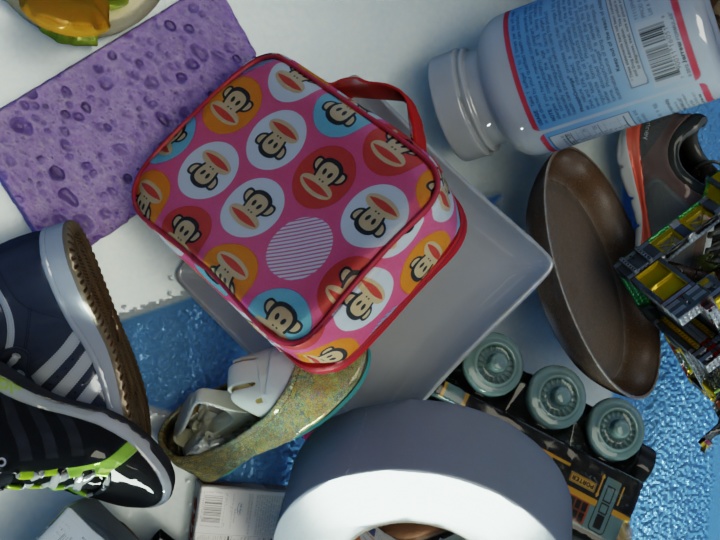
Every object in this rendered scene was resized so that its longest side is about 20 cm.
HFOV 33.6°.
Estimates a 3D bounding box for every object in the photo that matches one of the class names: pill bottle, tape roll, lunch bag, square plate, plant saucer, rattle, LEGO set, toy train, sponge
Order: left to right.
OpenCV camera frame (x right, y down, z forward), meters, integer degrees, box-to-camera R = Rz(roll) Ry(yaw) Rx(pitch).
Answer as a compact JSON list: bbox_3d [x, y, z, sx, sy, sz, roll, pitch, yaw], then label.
[{"bbox_3d":[-0.162,-0.247,0.768,0.130,0.143,0.200,37,89,-1],"label":"rattle"},{"bbox_3d":[-0.159,-0.104,0.837,0.200,0.030,0.112,-35,107,-15],"label":"sponge"},{"bbox_3d":[-0.034,-0.051,0.772,0.176,0.200,0.082,-47,147,-2],"label":"lunch bag"},{"bbox_3d":[0.000,0.000,0.844,0.198,0.028,0.200,45,99,12],"label":"square plate"},{"bbox_3d":[0.043,0.181,0.815,0.200,0.066,0.201,6,128,8],"label":"tape roll"},{"bbox_3d":[0.119,0.125,0.869,0.200,0.085,0.114,28,73,-10],"label":"toy train"},{"bbox_3d":[0.156,-0.148,0.863,0.200,0.109,0.109,-16,104,21],"label":"pill bottle"},{"bbox_3d":[0.176,0.004,0.914,0.200,0.032,0.201,37,44,-46],"label":"plant saucer"},{"bbox_3d":[0.294,0.034,0.899,0.154,0.116,0.200,-29,119,-4],"label":"LEGO set"}]

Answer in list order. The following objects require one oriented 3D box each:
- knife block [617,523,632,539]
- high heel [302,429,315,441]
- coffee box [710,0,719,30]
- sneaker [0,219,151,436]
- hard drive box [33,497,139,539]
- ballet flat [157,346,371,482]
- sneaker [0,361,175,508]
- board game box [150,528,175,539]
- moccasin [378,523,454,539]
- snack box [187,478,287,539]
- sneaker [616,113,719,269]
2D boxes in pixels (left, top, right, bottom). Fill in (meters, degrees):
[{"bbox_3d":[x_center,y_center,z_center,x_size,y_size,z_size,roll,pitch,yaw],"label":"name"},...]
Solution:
[{"bbox_3d":[0.114,0.246,0.963,0.200,0.175,0.064,-46,117,-58],"label":"knife block"},{"bbox_3d":[0.033,0.058,0.898,0.200,0.067,0.096,-35,96,-8],"label":"high heel"},{"bbox_3d":[0.212,-0.244,0.929,0.200,0.080,0.113,40,83,-19],"label":"coffee box"},{"bbox_3d":[-0.215,0.067,0.816,0.108,0.070,0.200,-14,117,0],"label":"sneaker"},{"bbox_3d":[-0.203,0.278,0.798,0.156,0.077,0.200,44,86,3],"label":"hard drive box"},{"bbox_3d":[-0.075,0.090,0.810,0.071,0.200,0.071,22,51,-30],"label":"ballet flat"},{"bbox_3d":[-0.217,0.120,0.761,0.200,0.072,0.083,28,42,-15],"label":"sneaker"},{"bbox_3d":[-0.155,0.307,0.860,0.135,0.028,0.200,39,87,-9],"label":"board game box"},{"bbox_3d":[0.078,0.151,0.927,0.201,0.074,0.078,-32,91,-11],"label":"moccasin"},{"bbox_3d":[-0.101,0.259,0.897,0.072,0.024,0.200,8,93,-19],"label":"snack box"},{"bbox_3d":[0.268,-0.033,0.958,0.077,0.082,0.200,-33,108,-48],"label":"sneaker"}]
